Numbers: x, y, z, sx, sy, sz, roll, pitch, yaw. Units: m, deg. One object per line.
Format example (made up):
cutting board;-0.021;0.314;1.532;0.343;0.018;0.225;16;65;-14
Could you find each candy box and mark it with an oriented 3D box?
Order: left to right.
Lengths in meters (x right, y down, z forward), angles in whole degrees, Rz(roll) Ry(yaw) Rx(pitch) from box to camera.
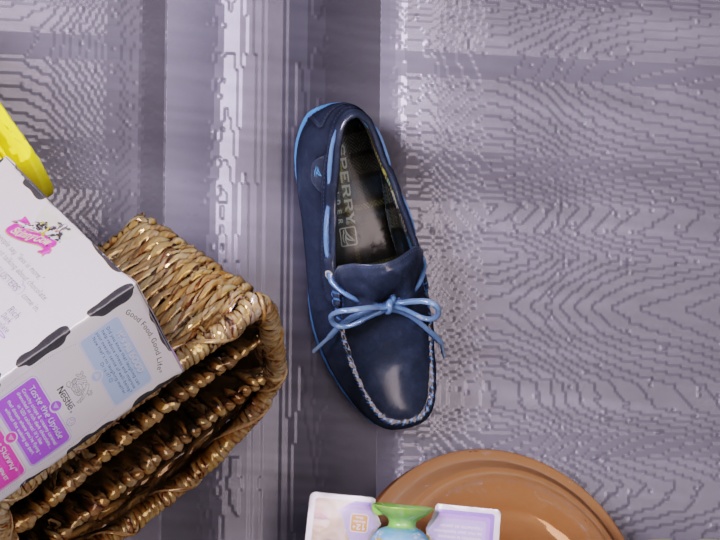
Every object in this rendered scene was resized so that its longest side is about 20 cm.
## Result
candy box;-0.221;0.050;1.545;0.200;0.168;0.072;-35;129;-12

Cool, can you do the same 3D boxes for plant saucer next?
plant saucer;0.085;0.203;1.739;0.199;0.032;0.201;9;66;-22

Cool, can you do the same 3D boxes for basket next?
basket;-0.134;0.093;1.626;0.200;0.149;0.143;-37;126;-16

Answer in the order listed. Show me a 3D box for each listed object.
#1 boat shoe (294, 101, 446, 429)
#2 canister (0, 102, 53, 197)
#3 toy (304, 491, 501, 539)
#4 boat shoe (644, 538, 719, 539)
boat shoe;0.000;0.000;1.734;0.084;0.069;0.201;-21;94;-17
canister;-0.296;-0.044;1.634;0.200;0.087;0.149;-37;100;-14
toy;0.014;0.231;1.663;0.115;0.047;0.201;4;84;12
boat shoe;0.186;0.191;1.738;0.200;0.063;0.074;-10;79;-54
